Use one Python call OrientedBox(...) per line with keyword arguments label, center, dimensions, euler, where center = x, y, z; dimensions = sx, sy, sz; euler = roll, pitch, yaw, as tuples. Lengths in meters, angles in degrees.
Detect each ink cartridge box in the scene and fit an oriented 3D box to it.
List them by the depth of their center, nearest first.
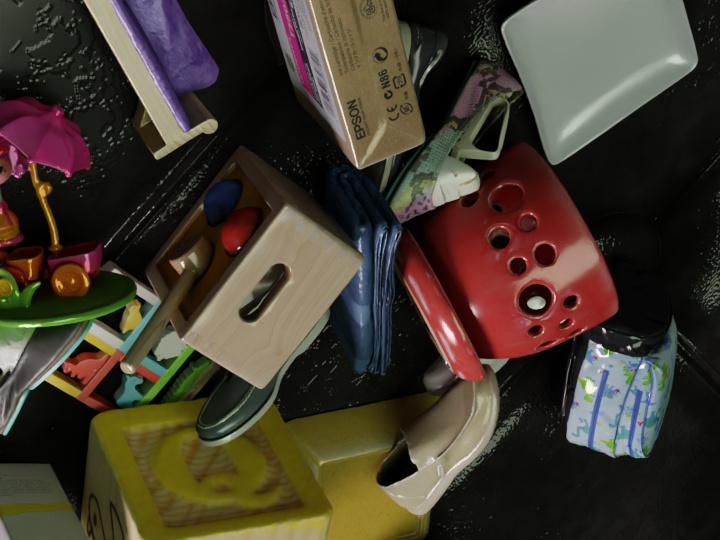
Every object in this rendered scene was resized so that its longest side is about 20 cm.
OrientedBox(label="ink cartridge box", center=(-0.023, -0.215, 1.303), dimensions=(0.075, 0.165, 0.201), euler=(-24, 125, -11))
OrientedBox(label="ink cartridge box", center=(-0.322, 0.297, 1.415), dimensions=(0.083, 0.200, 0.146), euler=(4, 115, -32))

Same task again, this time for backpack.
OrientedBox(label="backpack", center=(0.292, 0.117, 1.666), dimensions=(0.153, 0.163, 0.201), euler=(26, 121, 3))

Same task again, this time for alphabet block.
OrientedBox(label="alphabet block", center=(-0.161, 0.264, 1.469), dimensions=(0.195, 0.196, 0.201), euler=(-7, 127, -27))

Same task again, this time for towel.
OrientedBox(label="towel", center=(0.000, 0.000, 1.452), dimensions=(0.048, 0.112, 0.201), euler=(-15, 135, -15))

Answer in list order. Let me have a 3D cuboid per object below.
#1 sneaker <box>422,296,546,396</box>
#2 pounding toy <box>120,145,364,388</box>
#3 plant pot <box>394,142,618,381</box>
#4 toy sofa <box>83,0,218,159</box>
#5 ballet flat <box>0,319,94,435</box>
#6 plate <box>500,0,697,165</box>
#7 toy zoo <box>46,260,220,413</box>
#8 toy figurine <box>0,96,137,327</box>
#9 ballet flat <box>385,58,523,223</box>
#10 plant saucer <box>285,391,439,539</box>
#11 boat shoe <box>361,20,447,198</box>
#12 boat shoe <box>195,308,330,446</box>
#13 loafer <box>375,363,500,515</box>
OrientedBox(label="sneaker", center=(0.141, 0.054, 1.611), dimensions=(0.199, 0.075, 0.089), euler=(-35, 110, -7))
OrientedBox(label="pounding toy", center=(-0.125, 0.007, 1.360), dimensions=(0.142, 0.184, 0.200), euler=(35, 98, -31))
OrientedBox(label="plant pot", center=(0.136, -0.003, 1.493), dimensions=(0.182, 0.201, 0.201), euler=(-28, 127, 1))
OrientedBox(label="toy sofa", center=(-0.189, -0.207, 1.273), dimensions=(0.097, 0.083, 0.201), euler=(-32, 127, -7))
OrientedBox(label="ballet flat", center=(-0.316, 0.086, 1.348), dimensions=(0.068, 0.068, 0.200), euler=(32, 127, -16))
OrientedBox(label="plate", center=(0.242, -0.234, 1.505), dimensions=(0.199, 0.032, 0.200), euler=(-35, 133, -6))
OrientedBox(label="toy zoo", center=(-0.235, 0.076, 1.447), dimensions=(0.131, 0.020, 0.200), euler=(-49, 127, 5))
OrientedBox(label="toy figurine", center=(-0.305, -0.059, 1.293), dimensions=(0.198, 0.150, 0.185), euler=(-3, 106, 2))
OrientedBox(label="ballet flat", center=(0.098, -0.119, 1.439), dimensions=(0.201, 0.071, 0.069), euler=(-57, 163, -19))
OrientedBox(label="plant saucer", center=(0.005, 0.247, 1.652), dimensions=(0.199, 0.048, 0.201), euler=(-10, 121, -24))
OrientedBox(label="boat shoe", center=(0.042, -0.143, 1.437), dimensions=(0.062, 0.073, 0.201), euler=(0, 112, -25))
OrientedBox(label="boat shoe", center=(-0.106, 0.084, 1.457), dimensions=(0.200, 0.073, 0.062), euler=(-52, 129, -27))
OrientedBox(label="loafer", center=(0.081, 0.180, 1.566), dimensions=(0.068, 0.076, 0.201), euler=(16, 119, -26))
